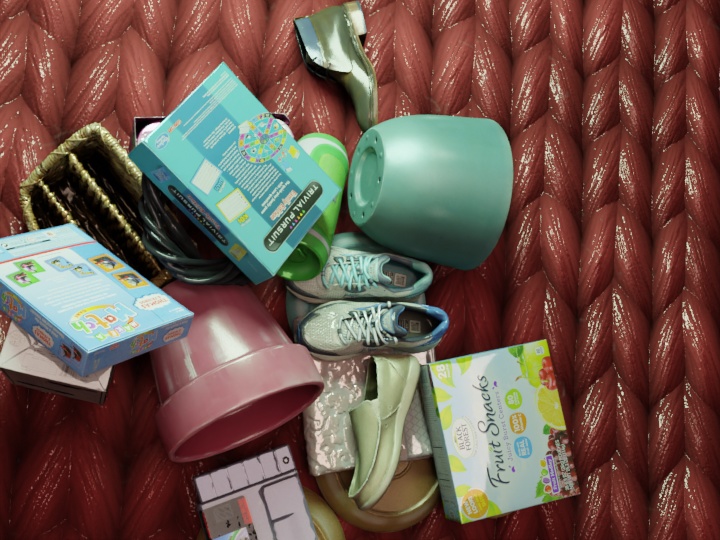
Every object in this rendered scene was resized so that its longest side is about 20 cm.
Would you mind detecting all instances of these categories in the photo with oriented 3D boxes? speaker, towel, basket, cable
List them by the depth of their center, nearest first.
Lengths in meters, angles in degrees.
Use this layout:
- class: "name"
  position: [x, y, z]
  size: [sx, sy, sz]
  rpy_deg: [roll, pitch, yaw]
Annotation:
- class: "cable"
  position: [-0.179, -0.079, 1.066]
  size: [0.162, 0.051, 0.202]
  rpy_deg: [-1, 78, -34]
- class: "basket"
  position: [-0.311, -0.048, 1.104]
  size: [0.142, 0.149, 0.200]
  rpy_deg: [-38, 93, -20]
- class: "speaker"
  position: [-0.067, -0.083, 1.183]
  size: [0.088, 0.089, 0.201]
  rpy_deg: [22, 47, -12]
- class: "towel"
  position: [0.014, 0.153, 1.201]
  size: [0.190, 0.032, 0.202]
  rpy_deg: [-4, 80, -18]

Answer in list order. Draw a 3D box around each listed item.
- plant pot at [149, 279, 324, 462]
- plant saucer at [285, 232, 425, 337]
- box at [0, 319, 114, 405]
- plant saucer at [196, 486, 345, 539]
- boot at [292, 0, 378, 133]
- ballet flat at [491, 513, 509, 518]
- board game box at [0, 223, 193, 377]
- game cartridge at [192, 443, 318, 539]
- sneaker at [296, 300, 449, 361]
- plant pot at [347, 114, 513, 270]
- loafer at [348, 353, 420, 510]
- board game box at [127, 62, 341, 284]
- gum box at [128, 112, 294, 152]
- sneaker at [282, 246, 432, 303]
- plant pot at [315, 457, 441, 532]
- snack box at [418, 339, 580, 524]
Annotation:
- class: "plant pot"
  position: [-0.169, 0.105, 1.109]
  size: [0.199, 0.200, 0.180]
  rpy_deg: [-21, 71, -20]
- class: "plant saucer"
  position: [-0.001, 0.044, 1.248]
  size: [0.199, 0.027, 0.202]
  rpy_deg: [3, 78, -16]
- class: "box"
  position: [-0.335, 0.103, 1.042]
  size: [0.116, 0.200, 0.061]
  rpy_deg: [16, 74, -12]
- class: "plant saucer"
  position: [-0.107, 0.363, 1.149]
  size: [0.199, 0.035, 0.202]
  rpy_deg: [3, 78, -16]
- class: "boot"
  position: [-0.032, -0.272, 1.283]
  size: [0.096, 0.075, 0.201]
  rpy_deg: [-9, 75, -7]
- class: "ballet flat"
  position: [0.193, 0.234, 1.262]
  size: [0.063, 0.068, 0.201]
  rpy_deg: [21, 75, -41]
- class: "board game box"
  position: [-0.299, 0.024, 0.977]
  size: [0.199, 0.037, 0.151]
  rpy_deg: [33, 27, 22]
- class: "game cartridge"
  position: [-0.117, 0.326, 1.118]
  size: [0.129, 0.038, 0.201]
  rpy_deg: [-16, 84, -23]
- class: "sneaker"
  position: [0.020, 0.066, 1.160]
  size: [0.199, 0.085, 0.078]
  rpy_deg: [-4, 79, -18]
- class: "plant pot"
  position: [0.077, -0.110, 1.202]
  size: [0.160, 0.200, 0.202]
  rpy_deg: [8, 77, -21]
- class: "loafer"
  position: [0.016, 0.192, 1.143]
  size: [0.068, 0.076, 0.201]
  rpy_deg: [21, 68, -11]
- class: "board game box"
  position: [-0.136, -0.108, 1.042]
  size: [0.200, 0.047, 0.151]
  rpy_deg: [47, 55, -15]
- class: "gum box"
  position: [-0.188, -0.149, 1.180]
  size: [0.199, 0.113, 0.067]
  rpy_deg: [-5, 81, -18]
- class: "sneaker"
  position: [0.000, 0.000, 1.196]
  size: [0.199, 0.086, 0.078]
  rpy_deg: [1, 80, -17]
- class: "plant pot"
  position: [0.036, 0.242, 1.221]
  size: [0.199, 0.027, 0.202]
  rpy_deg: [3, 79, -16]
- class: "snack box"
  position: [0.174, 0.204, 1.187]
  size: [0.167, 0.068, 0.201]
  rpy_deg: [-9, 82, -15]
